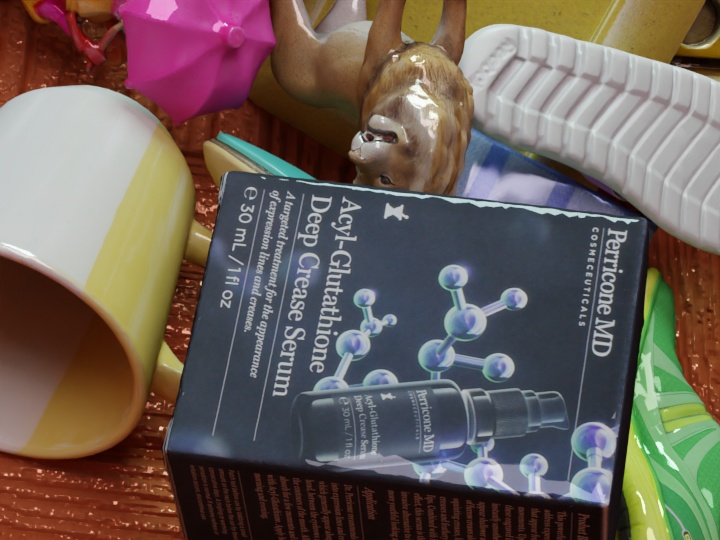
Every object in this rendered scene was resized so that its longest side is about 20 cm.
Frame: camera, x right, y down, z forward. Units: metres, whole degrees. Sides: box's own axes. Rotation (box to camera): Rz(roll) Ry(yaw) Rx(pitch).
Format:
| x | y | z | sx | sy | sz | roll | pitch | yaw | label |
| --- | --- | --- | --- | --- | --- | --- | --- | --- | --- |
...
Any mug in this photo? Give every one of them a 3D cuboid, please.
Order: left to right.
| x | y | z | sx | sy | sz | roll | pitch | yaw | label |
| --- | --- | --- | --- | --- | --- | --- | --- | --- | --- |
| -0.142 | 0.001 | 1.429 | 0.187 | 0.149 | 0.153 | 48 | 41 | -26 | mug |

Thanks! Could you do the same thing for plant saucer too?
| x | y | z | sx | sy | sz | roll | pitch | yaw | label |
| --- | --- | --- | --- | --- | --- | --- | --- | --- | --- |
| 0.058 | -0.129 | 1.509 | 0.200 | 0.200 | 0.048 | 31 | 13 | 10 | plant saucer |

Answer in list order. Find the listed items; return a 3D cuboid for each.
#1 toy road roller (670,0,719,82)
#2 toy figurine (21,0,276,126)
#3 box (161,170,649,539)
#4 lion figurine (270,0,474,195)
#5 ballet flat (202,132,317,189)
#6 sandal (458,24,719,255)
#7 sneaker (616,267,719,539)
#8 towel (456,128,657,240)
| x | y | z | sx | sy | sz | roll | pitch | yaw | label |
| --- | --- | --- | --- | --- | --- | --- | --- | --- | --- |
| 0.171 | -0.147 | 1.593 | 0.123 | 0.146 | 0.200 | 3 | 94 | -8 | toy road roller |
| -0.122 | -0.145 | 1.474 | 0.150 | 0.200 | 0.184 | -30 | 69 | -23 | toy figurine |
| 0.024 | 0.053 | 1.310 | 0.200 | 0.107 | 0.149 | 6 | 61 | 7 | box |
| 0.000 | -0.103 | 1.442 | 0.072 | 0.123 | 0.200 | 6 | 15 | -26 | lion figurine |
| 0.000 | 0.000 | 1.419 | 0.200 | 0.069 | 0.063 | 27 | 95 | 9 | ballet flat |
| 0.137 | -0.070 | 1.465 | 0.202 | 0.050 | 0.083 | 27 | 79 | -12 | sandal |
| 0.149 | 0.091 | 1.457 | 0.083 | 0.074 | 0.200 | 21 | 49 | -27 | sneaker |
| 0.044 | 0.028 | 1.454 | 0.147 | 0.024 | 0.200 | 28 | 79 | 7 | towel |
